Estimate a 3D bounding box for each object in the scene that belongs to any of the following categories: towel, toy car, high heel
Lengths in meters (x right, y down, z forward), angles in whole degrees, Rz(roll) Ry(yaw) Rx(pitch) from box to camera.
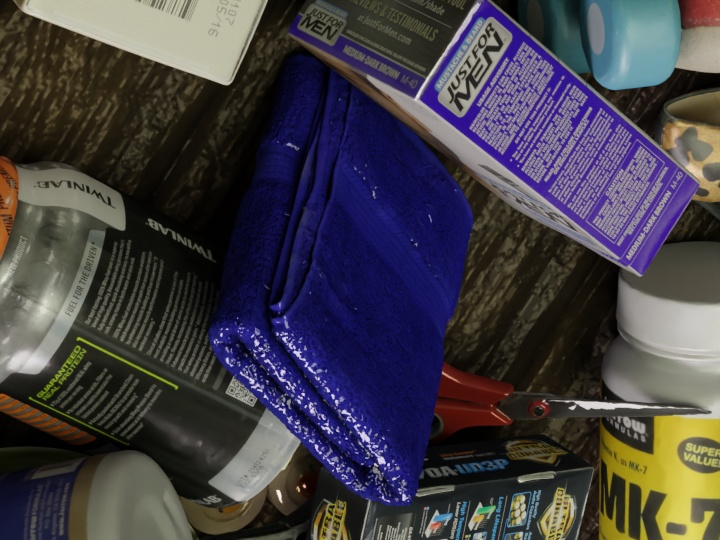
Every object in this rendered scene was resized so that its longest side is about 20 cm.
[{"bbox_3d":[0.000,0.000,1.235,0.049,0.201,0.148,-24,125,33],"label":"towel"},{"bbox_3d":[0.180,-0.202,1.243,0.183,0.177,0.202,-8,100,-14],"label":"toy car"},{"bbox_3d":[0.251,-0.102,1.338,0.200,0.072,0.142,-46,136,9],"label":"high heel"}]

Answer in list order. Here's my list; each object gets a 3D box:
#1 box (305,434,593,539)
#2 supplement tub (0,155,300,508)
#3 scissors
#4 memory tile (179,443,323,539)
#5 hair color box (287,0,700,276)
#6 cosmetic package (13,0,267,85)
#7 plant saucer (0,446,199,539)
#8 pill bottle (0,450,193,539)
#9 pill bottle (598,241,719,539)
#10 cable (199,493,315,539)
[{"bbox_3d":[0.034,0.192,1.327,0.158,0.046,0.202,-4,113,-39],"label":"box"},{"bbox_3d":[-0.124,0.026,1.229,0.199,0.123,0.123,29,98,-28],"label":"supplement tub"},{"bbox_3d":[0.083,0.075,1.334,0.198,0.014,0.074,13,125,3],"label":"scissors"},{"bbox_3d":[-0.095,0.167,1.354,0.198,0.017,0.155,-8,112,-17],"label":"memory tile"},{"bbox_3d":[0.068,-0.079,1.241,0.200,0.109,0.065,36,87,-43],"label":"hair color box"},{"bbox_3d":[-0.115,-0.156,1.120,0.103,0.200,0.074,19,102,-25],"label":"cosmetic package"},{"bbox_3d":[-0.172,0.175,1.300,0.198,0.031,0.202,-2,113,-6],"label":"plant saucer"},{"bbox_3d":[-0.187,0.161,1.204,0.198,0.120,0.120,-12,117,15],"label":"pill bottle"},{"bbox_3d":[0.188,0.093,1.379,0.113,0.114,0.202,-9,112,-17],"label":"pill bottle"},{"bbox_3d":[-0.020,0.143,1.310,0.199,0.050,0.098,0,105,-54],"label":"cable"}]
